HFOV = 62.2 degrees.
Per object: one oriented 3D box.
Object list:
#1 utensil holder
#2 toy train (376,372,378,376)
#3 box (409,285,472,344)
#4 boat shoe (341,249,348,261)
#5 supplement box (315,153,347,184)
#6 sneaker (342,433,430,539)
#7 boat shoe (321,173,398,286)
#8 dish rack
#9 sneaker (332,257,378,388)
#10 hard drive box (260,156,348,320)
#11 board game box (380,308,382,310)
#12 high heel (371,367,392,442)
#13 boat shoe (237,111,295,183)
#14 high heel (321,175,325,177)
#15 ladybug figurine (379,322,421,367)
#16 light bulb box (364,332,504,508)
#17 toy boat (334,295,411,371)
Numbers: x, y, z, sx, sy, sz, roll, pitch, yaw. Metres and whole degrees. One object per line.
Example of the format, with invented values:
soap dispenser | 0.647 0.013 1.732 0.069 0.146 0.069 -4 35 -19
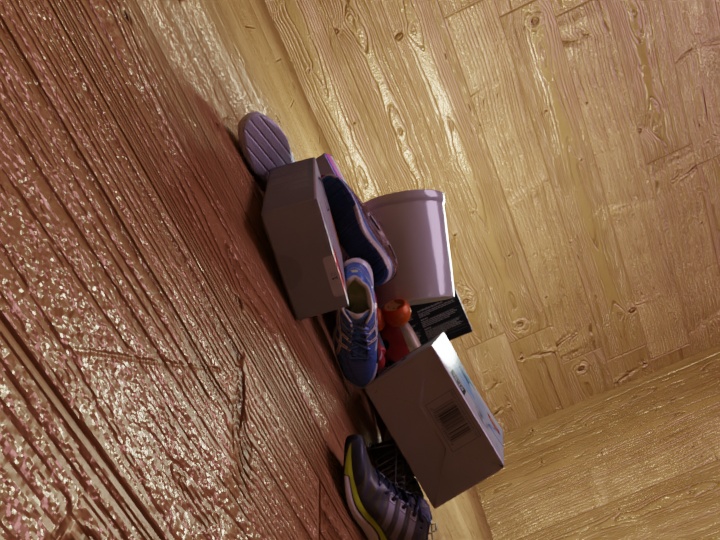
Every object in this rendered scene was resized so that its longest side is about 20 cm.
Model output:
utensil holder | 0.096 -0.037 1.170 0.170 0.167 0.204 34 47 -80
toy train | 0.073 0.287 1.173 0.046 0.034 0.203 -127 -163 -76
box | 0.129 0.107 1.321 0.079 0.197 0.143 31 36 -83
boat shoe | -0.002 0.002 1.095 0.068 0.074 0.201 32 -40 19
supplement box | -0.085 -0.173 1.235 0.105 0.100 0.200 61 5 -7
sneaker | 0.037 0.274 0.693 0.074 0.080 0.203 -92 159 -77
boat shoe | -0.004 -0.067 0.982 0.072 0.072 0.202 -15 75 -60
dish rack | 0.060 0.338 0.833 0.200 0.054 0.155 -68 134 -80
sneaker | -0.010 0.085 0.908 0.077 0.074 0.204 -84 169 -80
hard drive box | -0.077 -0.052 0.842 0.201 0.075 0.158 -100 175 -64
board game box | 0.056 -0.014 1.285 0.202 0.198 0.041 57 -6 17
high heel | 0.060 0.280 1.061 0.097 0.066 0.203 101 -17 -57
boat shoe | -0.141 -0.170 0.938 0.071 0.072 0.201 41 -12 40
high heel | -0.059 -0.070 1.020 0.067 0.095 0.203 53 15 -74
ladybug figurine | 0.081 0.171 1.184 0.203 0.071 0.136 67 -14 -22
light bulb box | 0.122 0.220 0.931 0.200 0.124 0.200 59 11 6
toy boat | 0.027 0.086 1.060 0.201 0.129 0.132 70 0 -55
